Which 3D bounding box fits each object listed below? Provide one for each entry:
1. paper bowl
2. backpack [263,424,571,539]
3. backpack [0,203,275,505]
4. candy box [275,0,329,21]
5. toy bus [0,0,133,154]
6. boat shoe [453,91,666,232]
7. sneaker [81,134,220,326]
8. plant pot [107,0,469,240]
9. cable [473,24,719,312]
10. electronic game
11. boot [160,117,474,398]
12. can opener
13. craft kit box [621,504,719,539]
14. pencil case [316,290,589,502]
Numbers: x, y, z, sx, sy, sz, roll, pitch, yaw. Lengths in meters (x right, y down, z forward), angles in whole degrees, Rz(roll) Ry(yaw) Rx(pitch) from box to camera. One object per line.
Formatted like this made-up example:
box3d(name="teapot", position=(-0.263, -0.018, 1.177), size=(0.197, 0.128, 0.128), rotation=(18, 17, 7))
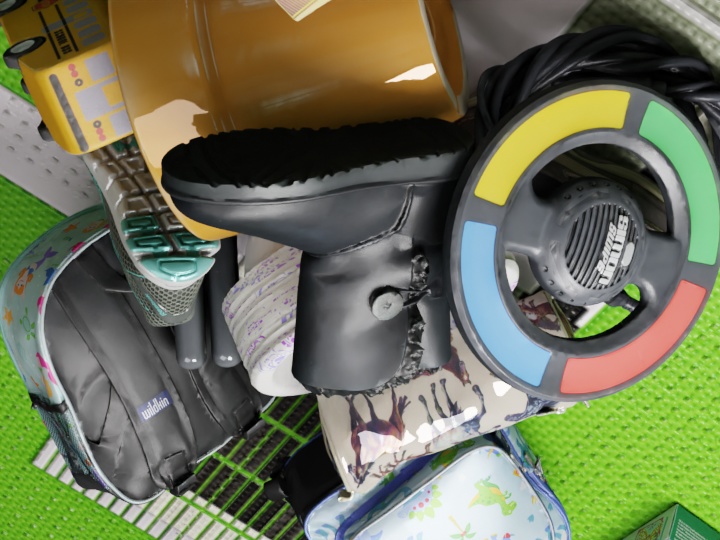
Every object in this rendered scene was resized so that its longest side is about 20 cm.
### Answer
box3d(name="paper bowl", position=(0.000, 0.000, 1.326), size=(0.201, 0.200, 0.105), rotation=(-38, 70, 43))
box3d(name="backpack", position=(0.063, 0.194, 1.465), size=(0.183, 0.147, 0.200), rotation=(-39, 121, 2))
box3d(name="backpack", position=(-0.177, 0.049, 1.441), size=(0.150, 0.177, 0.200), rotation=(17, 137, 50))
box3d(name="candy box", position=(-0.040, -0.227, 1.023), size=(0.115, 0.055, 0.200), rotation=(-29, 147, 14))
box3d(name="toy bus", position=(-0.194, -0.142, 1.278), size=(0.078, 0.200, 0.065), rotation=(-25, 117, -5))
box3d(name="boat shoe", position=(0.139, -0.040, 1.294), size=(0.200, 0.073, 0.075), rotation=(32, 136, -8))
box3d(name="sneaker", position=(-0.152, -0.043, 1.322), size=(0.077, 0.200, 0.091), rotation=(-7, 139, -15))
box3d(name="plant pot", position=(-0.035, -0.137, 1.211), size=(0.183, 0.200, 0.200), rotation=(-14, 126, 13))
box3d(name="cable", position=(0.160, -0.073, 1.216), size=(0.200, 0.051, 0.163), rotation=(35, 96, -17))
box3d(name="electronic game", position=(0.139, -0.017, 1.165), size=(0.200, 0.200, 0.042), rotation=(53, 166, -26))
box3d(name="boot", position=(-0.026, 0.001, 1.144), size=(0.200, 0.076, 0.168), rotation=(-8, 119, -27))
box3d(name="can opener", position=(-0.115, -0.029, 1.364), size=(0.053, 0.066, 0.200), rotation=(-3, 93, 4))
box3d(name="craft kit box", position=(0.271, 0.299, 1.580), size=(0.200, 0.049, 0.198), rotation=(36, 132, -11))
box3d(name="pencil case", position=(0.062, 0.090, 1.352), size=(0.200, 0.078, 0.090), rotation=(-22, 87, -6))
